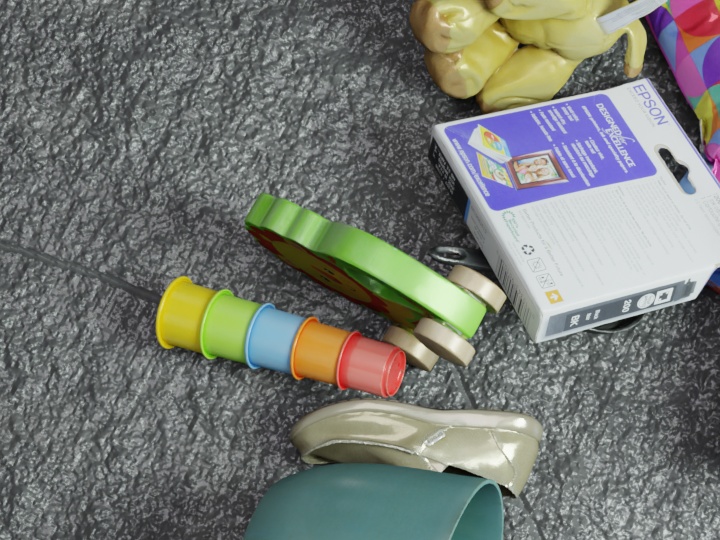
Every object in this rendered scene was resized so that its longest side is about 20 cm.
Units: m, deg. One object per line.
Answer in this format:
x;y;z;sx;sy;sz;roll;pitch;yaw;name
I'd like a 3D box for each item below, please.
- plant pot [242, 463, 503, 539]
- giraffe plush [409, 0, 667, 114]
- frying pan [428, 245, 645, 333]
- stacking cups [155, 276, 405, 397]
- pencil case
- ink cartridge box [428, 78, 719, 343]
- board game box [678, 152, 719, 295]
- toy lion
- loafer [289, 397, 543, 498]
0.000;0.233;1.572;0.160;0.201;0.202;13;76;18;plant pot
0.138;-0.242;1.713;0.199;0.173;0.163;-16;53;11;giraffe plush
0.146;0.014;1.650;0.189;0.031;0.115;-16;61;-38;frying pan
-0.063;0.060;1.664;0.199;0.061;0.061;17;77;22;stacking cups
0.283;-0.174;1.699;0.088;0.088;0.201;-19;67;0;pencil case
0.181;-0.051;1.645;0.199;0.044;0.199;-14;54;-20;ink cartridge box
0.334;-0.010;1.693;0.199;0.019;0.103;36;78;12;board game box
0.000;0.000;1.632;0.191;0.200;0.069;33;81;-7;toy lion
0.042;0.142;1.648;0.198;0.076;0.069;0;69;4;loafer
